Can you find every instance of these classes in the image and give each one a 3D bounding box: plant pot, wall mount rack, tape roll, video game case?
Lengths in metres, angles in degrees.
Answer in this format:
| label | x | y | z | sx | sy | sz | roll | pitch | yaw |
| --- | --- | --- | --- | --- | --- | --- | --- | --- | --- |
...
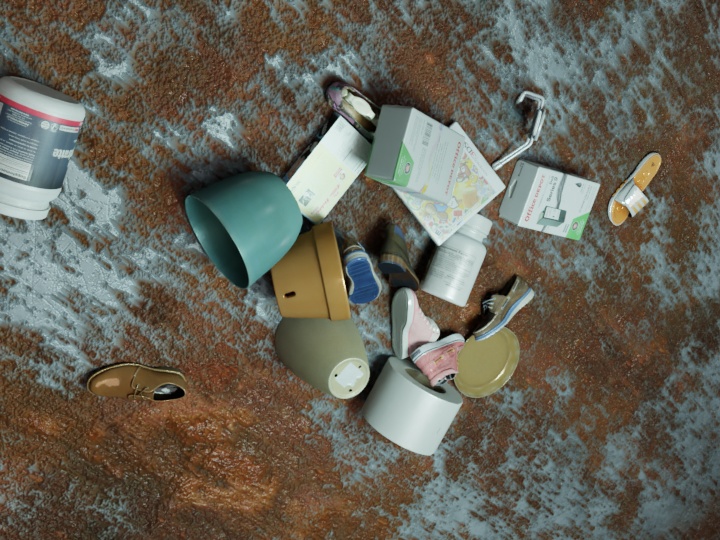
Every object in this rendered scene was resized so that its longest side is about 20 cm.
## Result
| label | x | y | z | sx | sy | sz | roll | pitch | yaw |
| --- | --- | --- | --- | --- | --- | --- | --- | --- | --- |
| plant pot | -0.106 | 0.012 | 1.525 | 0.138 | 0.201 | 0.202 | -11 | 117 | -4 |
| wall mount rack | 0.347 | -0.297 | 1.640 | 0.074 | 0.200 | 0.176 | 17 | 102 | 6 |
| tape roll | 0.119 | 0.311 | 1.749 | 0.201 | 0.203 | 0.140 | 24 | 100 | -32 |
| video game case | 0.186 | -0.187 | 1.630 | 0.200 | 0.023 | 0.182 | -40 | 98 | -5 |
| plant pot | 0.315 | 0.228 | 1.914 | 0.198 | 0.027 | 0.202 | -10 | 114 | -22 |
| plant pot | -0.207 | -0.092 | 1.421 | 0.160 | 0.200 | 0.202 | -35 | 123 | -24 |
| plant pot | -0.064 | 0.180 | 1.601 | 0.185 | 0.200 | 0.190 | -10 | 115 | -22 |

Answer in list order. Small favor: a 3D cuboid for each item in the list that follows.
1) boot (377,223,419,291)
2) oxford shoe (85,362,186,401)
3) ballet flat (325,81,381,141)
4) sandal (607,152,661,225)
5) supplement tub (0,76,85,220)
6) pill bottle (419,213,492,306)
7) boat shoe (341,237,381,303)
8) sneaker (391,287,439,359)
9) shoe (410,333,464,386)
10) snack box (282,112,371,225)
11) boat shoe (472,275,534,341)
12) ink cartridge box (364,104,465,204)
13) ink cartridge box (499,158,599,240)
| label | x | y | z | sx | sy | sz | roll | pitch | yaw |
| --- | --- | --- | --- | --- | --- | --- | --- | --- | --- |
| boot | 0.092 | -0.023 | 1.662 | 0.200 | 0.074 | 0.098 | 52 | 41 | -63 |
| oxford shoe | -0.444 | 0.230 | 1.510 | 0.198 | 0.071 | 0.072 | 2 | 112 | -26 |
| ballet flat | 0.018 | -0.308 | 1.508 | 0.199 | 0.071 | 0.070 | 31 | 93 | -33 |
| sandal | 0.703 | -0.204 | 1.902 | 0.079 | 0.059 | 0.208 | 30 | 96 | -33 |
| supplement tub | -0.545 | -0.199 | 1.231 | 0.139 | 0.140 | 0.202 | 16 | 104 | -31 |
| pill bottle | 0.219 | -0.031 | 1.697 | 0.114 | 0.114 | 0.202 | 23 | 90 | -32 |
| boat shoe | 0.000 | 0.000 | 1.612 | 0.071 | 0.073 | 0.201 | -14 | 148 | -4 |
| sneaker | 0.130 | 0.111 | 1.735 | 0.104 | 0.076 | 0.202 | -15 | 131 | -20 |
| shoe | 0.200 | 0.212 | 1.771 | 0.071 | 0.091 | 0.199 | -45 | 159 | 31 |
| snack box | -0.070 | -0.203 | 1.529 | 0.116 | 0.037 | 0.201 | 38 | 91 | -33 |
| boat shoe | 0.335 | 0.091 | 1.839 | 0.200 | 0.072 | 0.073 | -41 | 95 | -23 |
| ink cartridge box | 0.113 | -0.229 | 1.512 | 0.199 | 0.087 | 0.147 | 14 | 91 | -48 |
| ink cartridge box | 0.444 | -0.165 | 1.775 | 0.198 | 0.084 | 0.148 | 9 | 107 | -29 |
